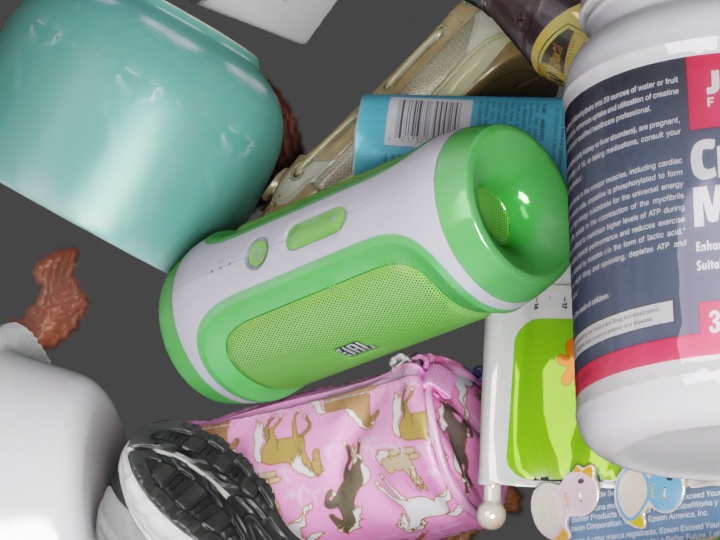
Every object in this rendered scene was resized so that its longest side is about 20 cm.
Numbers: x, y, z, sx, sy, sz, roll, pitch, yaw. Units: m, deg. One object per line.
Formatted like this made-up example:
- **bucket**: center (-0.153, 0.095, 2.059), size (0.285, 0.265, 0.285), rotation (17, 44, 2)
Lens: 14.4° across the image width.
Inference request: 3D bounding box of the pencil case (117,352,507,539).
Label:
- **pencil case**: center (-0.025, 0.098, 1.368), size (0.199, 0.083, 0.087), rotation (-16, 62, 31)

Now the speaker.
- **speaker**: center (0.000, 0.000, 1.286), size (0.199, 0.088, 0.089), rotation (-22, 66, 40)

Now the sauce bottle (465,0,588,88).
- **sauce bottle**: center (0.113, -0.106, 1.291), size (0.199, 0.066, 0.066), rotation (31, 96, 31)

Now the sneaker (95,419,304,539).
- **sneaker**: center (-0.046, 0.162, 1.323), size (0.200, 0.074, 0.079), rotation (48, 133, 10)

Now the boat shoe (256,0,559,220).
- **boat shoe**: center (0.007, -0.053, 1.394), size (0.201, 0.073, 0.063), rotation (-44, 49, 15)

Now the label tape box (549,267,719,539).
- **label tape box**: center (0.158, 0.077, 1.257), size (0.143, 0.063, 0.202), rotation (-10, 71, 33)

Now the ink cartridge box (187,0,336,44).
- **ink cartridge box**: center (-0.104, -0.203, 1.429), size (0.146, 0.199, 0.085), rotation (44, 106, 34)

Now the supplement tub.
- **supplement tub**: center (0.152, -0.025, 1.139), size (0.140, 0.140, 0.202), rotation (-11, 72, 32)

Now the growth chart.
- **growth chart**: center (0.131, 0.037, 1.238), size (0.199, 0.018, 0.146), rotation (-16, 68, 32)

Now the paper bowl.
- **paper bowl**: center (-0.171, 0.125, 1.394), size (0.104, 0.201, 0.202), rotation (-7, 72, 10)

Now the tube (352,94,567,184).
- **tube**: center (0.097, -0.050, 1.312), size (0.198, 0.050, 0.078), rotation (4, 84, 8)

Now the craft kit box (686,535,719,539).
- **craft kit box**: center (0.095, 0.222, 1.226), size (0.197, 0.048, 0.201), rotation (-11, 98, 36)

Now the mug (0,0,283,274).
- **mug**: center (-0.122, -0.079, 1.413), size (0.185, 0.152, 0.115), rotation (29, 90, 55)
